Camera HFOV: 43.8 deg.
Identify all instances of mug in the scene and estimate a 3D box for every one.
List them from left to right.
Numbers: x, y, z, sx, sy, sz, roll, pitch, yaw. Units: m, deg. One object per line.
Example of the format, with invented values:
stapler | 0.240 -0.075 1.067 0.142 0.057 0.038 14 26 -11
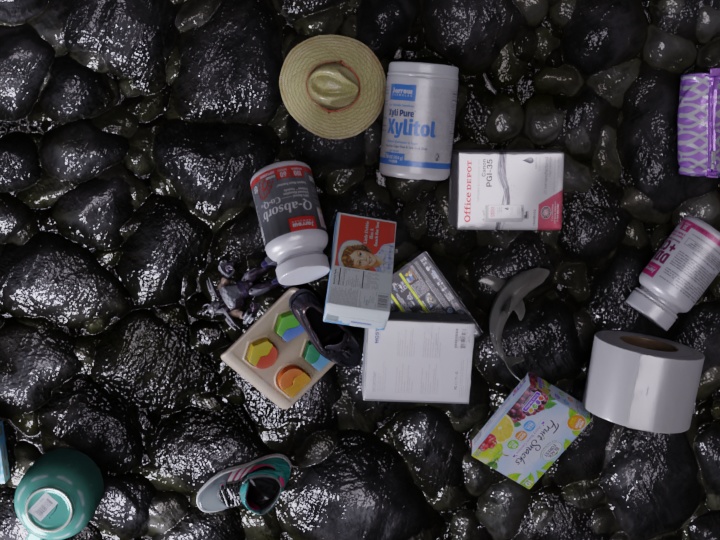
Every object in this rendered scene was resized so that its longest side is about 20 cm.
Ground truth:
mug | -0.574 0.445 1.699 0.151 0.114 0.187 -3 99 -3

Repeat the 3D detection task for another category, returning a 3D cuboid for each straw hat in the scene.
straw hat | -0.049 -0.332 1.612 0.199 0.085 0.203 0 99 -3

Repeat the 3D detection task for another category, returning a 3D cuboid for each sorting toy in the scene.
sorting toy | -0.133 0.153 1.686 0.200 0.037 0.185 -42 120 5

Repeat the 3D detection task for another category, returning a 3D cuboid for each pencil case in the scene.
pencil case | 0.633 -0.269 1.662 0.083 0.086 0.202 -5 99 -1

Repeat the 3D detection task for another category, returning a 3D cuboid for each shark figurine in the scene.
shark figurine | 0.279 0.093 1.704 0.127 0.090 0.216 12 97 -4

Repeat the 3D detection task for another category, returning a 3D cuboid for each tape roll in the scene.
tape roll | 0.528 0.204 1.678 0.201 0.203 0.140 8 99 -5

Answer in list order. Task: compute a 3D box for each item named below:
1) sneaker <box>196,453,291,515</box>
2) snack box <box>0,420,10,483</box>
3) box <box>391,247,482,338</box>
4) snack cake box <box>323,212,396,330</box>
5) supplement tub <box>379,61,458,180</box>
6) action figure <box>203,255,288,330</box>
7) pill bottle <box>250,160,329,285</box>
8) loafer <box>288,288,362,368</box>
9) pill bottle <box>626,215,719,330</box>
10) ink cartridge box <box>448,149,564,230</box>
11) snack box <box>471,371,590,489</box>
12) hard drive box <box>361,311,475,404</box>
sneaker | -0.226 0.428 1.712 0.199 0.121 0.084 -25 100 1
snack box | -0.781 0.354 1.711 0.198 0.037 0.117 -4 99 -2
box | 0.114 0.084 1.713 0.160 0.044 0.201 -36 99 4
snack cake box | 0.000 0.000 1.623 0.114 0.067 0.201 8 57 -3
supplement tub | 0.105 -0.267 1.610 0.131 0.132 0.202 3 100 -4
action figure | -0.206 0.026 1.668 0.199 0.069 0.131 -31 82 -6
pill bottle | -0.122 -0.084 1.600 0.115 0.116 0.201 -15 74 0
loafer | -0.059 0.119 1.648 0.072 0.063 0.200 -42 119 -4
pill bottle | 0.601 0.007 1.692 0.113 0.113 0.201 35 96 -8
ink cartridge box | 0.268 -0.149 1.662 0.198 0.083 0.148 -1 100 -3
snack box | 0.327 0.311 1.731 0.142 0.053 0.201 30 116 -8
hard drive box | 0.105 0.160 1.664 0.198 0.077 0.157 3 99 -4
